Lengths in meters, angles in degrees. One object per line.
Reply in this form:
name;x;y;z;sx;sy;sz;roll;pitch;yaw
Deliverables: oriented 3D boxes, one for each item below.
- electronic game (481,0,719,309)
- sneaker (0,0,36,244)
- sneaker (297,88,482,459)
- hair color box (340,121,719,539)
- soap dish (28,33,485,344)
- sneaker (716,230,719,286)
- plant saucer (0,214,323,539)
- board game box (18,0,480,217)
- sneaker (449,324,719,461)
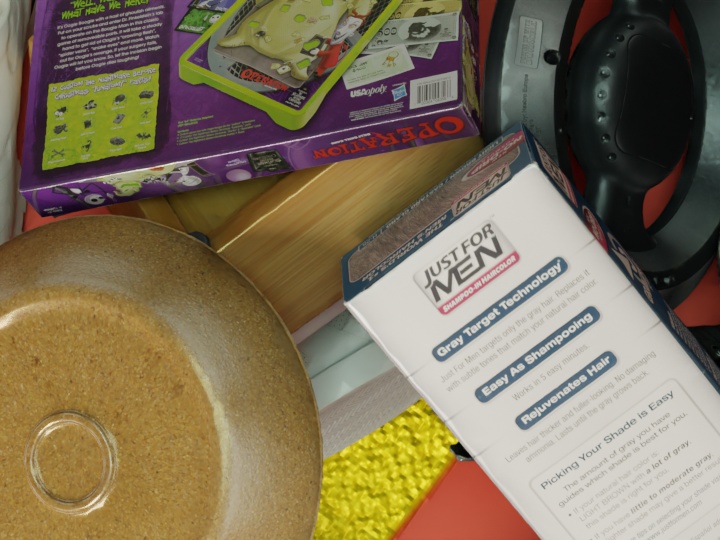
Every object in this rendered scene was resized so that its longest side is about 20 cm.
electronic game;0.117;-0.074;1.236;0.041;0.199;0.201;3;84;38
sneaker;-0.190;-0.070;1.281;0.076;0.081;0.202;4;88;-1
sneaker;0.000;0.000;1.286;0.200;0.074;0.116;-38;72;1
hair color box;0.091;0.048;1.163;0.100;0.061;0.200;-36;108;11
soap dish;-0.049;-0.071;1.237;0.157;0.081;0.200;-36;55;0
sneaker;0.228;-0.050;1.253;0.076;0.077;0.200;37;70;-4
plant saucer;-0.113;0.078;1.158;0.199;0.035;0.202;1;92;21
board game box;-0.047;-0.094;1.182;0.199;0.032;0.121;-10;61;18
sneaker;0.138;0.055;1.251;0.198;0.104;0.060;-1;99;2
